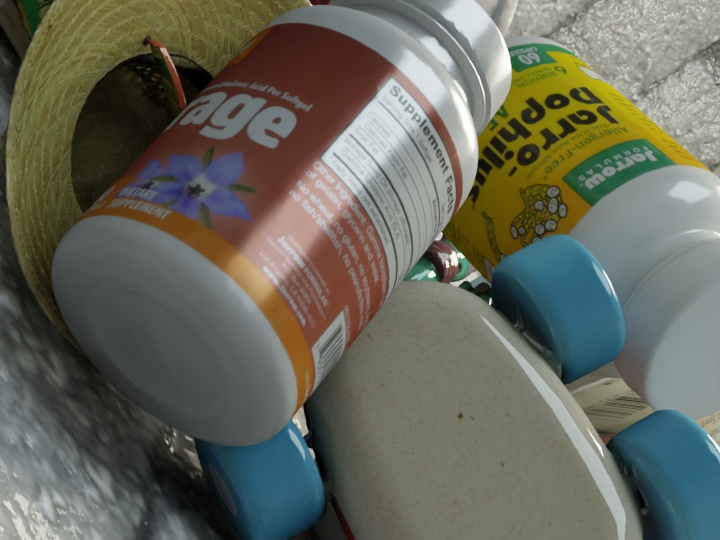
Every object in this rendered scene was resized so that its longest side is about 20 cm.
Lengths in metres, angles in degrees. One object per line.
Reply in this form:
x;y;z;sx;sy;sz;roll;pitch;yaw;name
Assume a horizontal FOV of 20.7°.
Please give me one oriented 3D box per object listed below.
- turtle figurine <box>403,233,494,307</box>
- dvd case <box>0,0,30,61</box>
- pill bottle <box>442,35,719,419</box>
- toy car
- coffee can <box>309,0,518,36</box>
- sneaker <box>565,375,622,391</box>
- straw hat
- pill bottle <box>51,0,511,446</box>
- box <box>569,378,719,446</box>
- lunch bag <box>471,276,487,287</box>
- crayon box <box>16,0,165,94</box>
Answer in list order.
0.000;0.000;1.036;0.150;0.101;0.200;35;26;6;turtle figurine
-0.107;-0.044;1.009;0.200;0.016;0.149;57;10;16;dvd case
0.113;-0.020;0.946;0.113;0.113;0.200;43;5;-46;pill bottle
0.037;0.111;0.884;0.177;0.184;0.200;58;-17;14;toy car
-0.037;-0.173;0.954;0.200;0.146;0.147;47;14;-33;coffee can
0.104;0.096;1.061;0.070;0.200;0.080;-7;65;-41;sneaker
-0.102;-0.052;0.855;0.085;0.201;0.201;9;-23;39;straw hat
-0.024;-0.034;0.797;0.112;0.112;0.200;51;55;-18;pill bottle
0.134;0.160;0.954;0.095;0.078;0.201;-19;107;-46;box
0.131;0.104;1.346;0.200;0.082;0.161;55;11;-19;lunch bag
-0.122;-0.133;1.012;0.119;0.058;0.200;45;13;-43;crayon box
